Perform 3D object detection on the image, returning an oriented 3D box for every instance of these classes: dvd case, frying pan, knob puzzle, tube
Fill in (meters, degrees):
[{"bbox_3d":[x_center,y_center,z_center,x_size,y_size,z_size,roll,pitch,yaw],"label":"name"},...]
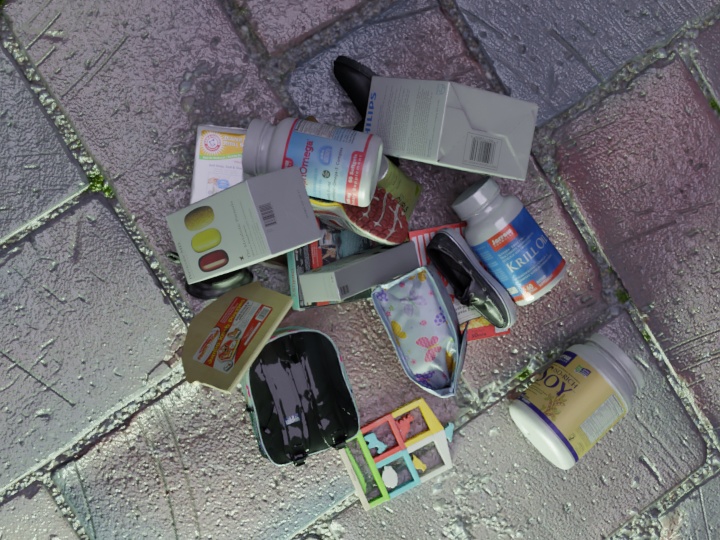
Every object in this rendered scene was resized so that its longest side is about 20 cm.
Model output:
[{"bbox_3d":[-0.041,-0.018,1.717,0.199,0.022,0.148,-8,92,-45],"label":"dvd case"},{"bbox_3d":[-0.257,0.006,1.680,0.188,0.115,0.031,14,51,-39],"label":"frying pan"},{"bbox_3d":[-0.208,0.104,1.672,0.220,0.219,0.030,-48,127,-6],"label":"knob puzzle"},{"bbox_3d":[0.058,-0.135,1.718,0.058,0.200,0.052,-27,66,12],"label":"tube"}]

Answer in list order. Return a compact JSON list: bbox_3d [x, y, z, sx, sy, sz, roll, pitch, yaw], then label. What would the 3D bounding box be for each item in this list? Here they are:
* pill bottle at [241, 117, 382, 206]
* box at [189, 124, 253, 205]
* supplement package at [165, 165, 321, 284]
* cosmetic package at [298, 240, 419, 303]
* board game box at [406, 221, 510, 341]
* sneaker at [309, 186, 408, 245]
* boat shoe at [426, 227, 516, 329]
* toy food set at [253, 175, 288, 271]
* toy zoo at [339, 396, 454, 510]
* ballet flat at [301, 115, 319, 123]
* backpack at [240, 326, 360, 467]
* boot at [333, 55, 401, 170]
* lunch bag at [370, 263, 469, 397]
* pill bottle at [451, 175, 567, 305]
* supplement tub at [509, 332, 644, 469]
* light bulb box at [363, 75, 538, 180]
[{"bbox_3d":[-0.072,-0.167,1.573,0.197,0.109,0.110,12,88,6],"label":"pill bottle"},{"bbox_3d":[-0.220,-0.124,1.696,0.100,0.112,0.203,6,89,-4],"label":"box"},{"bbox_3d":[-0.173,-0.064,1.534,0.109,0.199,0.115,-21,92,-46],"label":"supplement package"},{"bbox_3d":[0.000,0.000,1.685,0.199,0.082,0.051,-22,100,-46],"label":"cosmetic package"},{"bbox_3d":[0.163,0.021,1.795,0.149,0.046,0.203,-11,91,-10],"label":"board game box"},{"bbox_3d":[-0.014,-0.098,1.649,0.198,0.082,0.078,29,69,11],"label":"sneaker"},{"bbox_3d":[0.177,0.023,1.725,0.066,0.070,0.201,-41,101,-37],"label":"boat shoe"},{"bbox_3d":[-0.118,-0.101,1.695,0.060,0.143,0.203,5,88,21],"label":"toy food set"},{"bbox_3d":[0.070,0.305,1.791,0.198,0.020,0.133,-26,94,-9],"label":"toy zoo"},{"bbox_3d":[-0.032,-0.172,1.686,0.200,0.068,0.073,43,60,-22],"label":"ballet flat"},{"bbox_3d":[-0.106,0.191,1.696,0.176,0.150,0.203,-19,101,-15],"label":"backpack"},{"bbox_3d":[0.001,-0.239,1.758,0.197,0.073,0.163,36,84,-12],"label":"boot"},{"bbox_3d":[0.110,0.098,1.677,0.126,0.170,0.202,-23,87,8],"label":"lunch bag"},{"bbox_3d":[0.240,-0.052,1.729,0.112,0.112,0.201,-41,99,-7],"label":"pill bottle"},{"bbox_3d":[0.367,0.218,1.778,0.200,0.145,0.146,-42,96,-8],"label":"supplement tub"},{"bbox_3d":[0.138,-0.227,1.665,0.196,0.199,0.127,6,96,-36],"label":"light bulb box"}]
